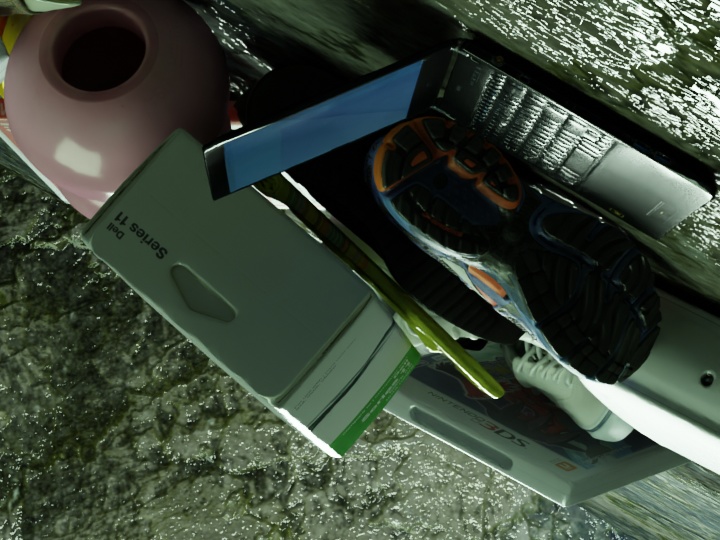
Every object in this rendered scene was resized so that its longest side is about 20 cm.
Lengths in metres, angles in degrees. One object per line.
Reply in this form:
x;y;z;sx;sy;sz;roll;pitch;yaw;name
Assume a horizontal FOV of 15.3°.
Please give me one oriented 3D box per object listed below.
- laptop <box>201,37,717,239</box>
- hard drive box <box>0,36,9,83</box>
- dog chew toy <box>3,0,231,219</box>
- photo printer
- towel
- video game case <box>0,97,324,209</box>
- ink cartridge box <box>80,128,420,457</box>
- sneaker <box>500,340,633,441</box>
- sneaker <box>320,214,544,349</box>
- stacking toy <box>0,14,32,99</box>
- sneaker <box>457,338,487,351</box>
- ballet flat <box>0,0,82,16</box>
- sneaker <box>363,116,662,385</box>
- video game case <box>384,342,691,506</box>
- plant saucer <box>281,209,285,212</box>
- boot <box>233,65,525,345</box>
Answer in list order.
0.041;-0.036;1.218;0.200;0.103;0.177;31;175;1;laptop
-0.283;-0.174;1.477;0.200;0.077;0.156;53;175;-2;hard drive box
-0.128;-0.079;1.516;0.124;0.125;0.200;29;162;18;dog chew toy
0.211;0.077;1.498;0.200;0.069;0.166;27;174;34;photo printer
0.000;0.000;1.482;0.200;0.018;0.086;43;-178;-32;towel
-0.119;-0.073;1.691;0.200;0.017;0.143;1;160;17;video game case
-0.055;0.016;1.460;0.147;0.083;0.200;40;177;13;ink cartridge box
0.136;0.064;1.737;0.071;0.073;0.200;19;178;-12;sneaker
0.055;0.014;1.600;0.200;0.099;0.078;32;174;-18;sneaker
-0.178;-0.134;1.605;0.200;0.116;0.110;18;175;11;stacking toy
0.045;0.010;1.762;0.083;0.072;0.200;31;175;12;sneaker
-0.172;-0.167;1.388;0.067;0.068;0.200;22;175;10;ballet flat
0.080;-0.015;1.409;0.200;0.075;0.078;42;172;-20;sneaker
0.128;0.094;1.821;0.182;0.023;0.200;27;-156;33;video game case
-0.157;-0.119;1.802;0.200;0.048;0.200;25;173;46;plant saucer
0.016;-0.044;1.502;0.200;0.077;0.138;45;176;-10;boot
